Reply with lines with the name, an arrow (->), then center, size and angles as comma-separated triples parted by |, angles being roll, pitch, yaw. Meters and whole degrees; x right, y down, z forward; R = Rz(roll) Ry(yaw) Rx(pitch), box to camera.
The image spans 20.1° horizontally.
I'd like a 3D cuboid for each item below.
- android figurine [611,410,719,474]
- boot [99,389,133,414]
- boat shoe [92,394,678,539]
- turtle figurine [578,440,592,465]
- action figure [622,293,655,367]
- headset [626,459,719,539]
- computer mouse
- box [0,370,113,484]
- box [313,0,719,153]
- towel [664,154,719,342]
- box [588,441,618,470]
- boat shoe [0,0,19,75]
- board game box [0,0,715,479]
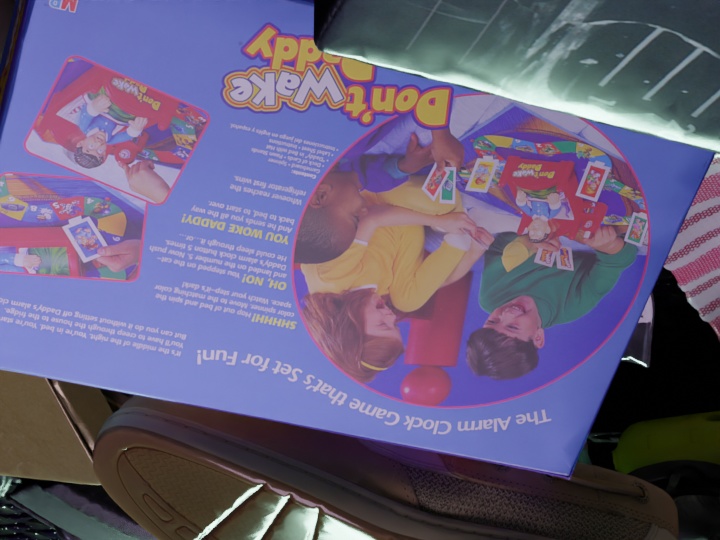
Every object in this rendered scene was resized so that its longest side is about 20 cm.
android figurine -> 0.154, 0.146, 0.884 | 0.199, 0.183, 0.041 | -7, -163, 13
boot -> -0.095, 0.043, 0.776 | 0.200, 0.073, 0.076 | 31, 135, 32
boat shoe -> 0.011, 0.073, 0.661 | 0.199, 0.065, 0.071 | 21, 145, -14
turtle figurine -> 0.036, 0.047, 0.825 | 0.149, 0.101, 0.200 | 25, 164, -18
action figure -> 0.000, 0.000, 0.704 | 0.199, 0.130, 0.070 | -9, 128, 9
headset -> 0.131, 0.111, 0.789 | 0.094, 0.200, 0.124 | 33, -171, -30
computer mouse -> -0.091, 0.108, 0.861 | 0.199, 0.053, 0.138 | 7, 167, -11
box -> -0.186, -0.007, 0.716 | 0.163, 0.021, 0.201 | 3, 132, 32
box -> 0.114, -0.119, 0.390 | 0.196, 0.125, 0.200 | 11, 148, -17
towel -> 0.190, -0.001, 0.767 | 0.146, 0.030, 0.200 | -7, 153, 24
box -> 0.118, 0.192, 0.985 | 0.181, 0.201, 0.104 | -1, -162, 15
boat shoe -> -0.078, -0.072, 0.625 | 0.199, 0.072, 0.060 | 24, 111, -33
board game box -> -0.010, -0.021, 0.592 | 0.199, 0.045, 0.135 | 12, 118, -16
